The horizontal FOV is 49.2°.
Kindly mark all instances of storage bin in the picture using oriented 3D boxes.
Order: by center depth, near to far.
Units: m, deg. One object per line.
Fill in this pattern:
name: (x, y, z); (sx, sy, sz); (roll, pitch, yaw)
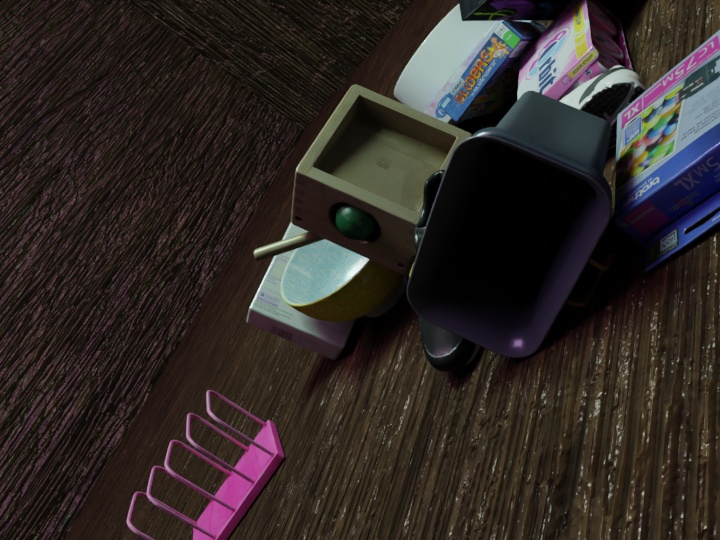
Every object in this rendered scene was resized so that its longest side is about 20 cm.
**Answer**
storage bin: (0.145, -0.045, 0.667); (0.134, 0.145, 0.200); (-55, -14, -44)

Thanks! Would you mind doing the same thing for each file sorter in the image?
file sorter: (-0.222, 0.290, 1.118); (0.200, 0.125, 0.139); (-55, 14, 0)

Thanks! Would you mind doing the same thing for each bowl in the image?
bowl: (0.000, 0.000, 1.061); (0.200, 0.108, 0.200); (-33, 30, 23)

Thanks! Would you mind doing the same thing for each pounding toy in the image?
pounding toy: (0.000, -0.087, 0.932); (0.142, 0.184, 0.200); (103, -167, -57)

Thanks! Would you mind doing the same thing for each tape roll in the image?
tape roll: (0.144, -0.336, 1.261); (0.203, 0.071, 0.202); (-48, -5, -6)

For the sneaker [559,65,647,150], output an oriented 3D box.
sneaker: (0.210, -0.134, 0.811); (0.200, 0.074, 0.080); (-34, 20, 34)

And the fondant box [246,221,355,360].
fondant box: (-0.061, 0.012, 1.155); (0.058, 0.144, 0.200); (116, 177, -63)

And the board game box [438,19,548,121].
board game box: (0.192, -0.272, 1.066); (0.135, 0.034, 0.200); (-51, -11, 28)

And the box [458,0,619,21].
box: (0.243, -0.351, 0.977); (0.143, 0.199, 0.036); (164, 97, -71)

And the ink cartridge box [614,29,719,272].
ink cartridge box: (0.259, -0.101, 0.627); (0.119, 0.042, 0.200); (-43, 20, 41)

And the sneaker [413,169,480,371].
sneaker: (0.077, -0.003, 0.779); (0.076, 0.088, 0.201); (-9, 63, 34)

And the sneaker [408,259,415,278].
sneaker: (0.132, -0.045, 0.880); (0.081, 0.074, 0.200); (-5, 54, 56)

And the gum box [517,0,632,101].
gum box: (0.244, -0.231, 0.910); (0.114, 0.066, 0.200); (-46, 16, 35)

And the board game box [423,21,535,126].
board game box: (0.189, -0.308, 1.200); (0.200, 0.041, 0.200); (-50, -3, 19)
